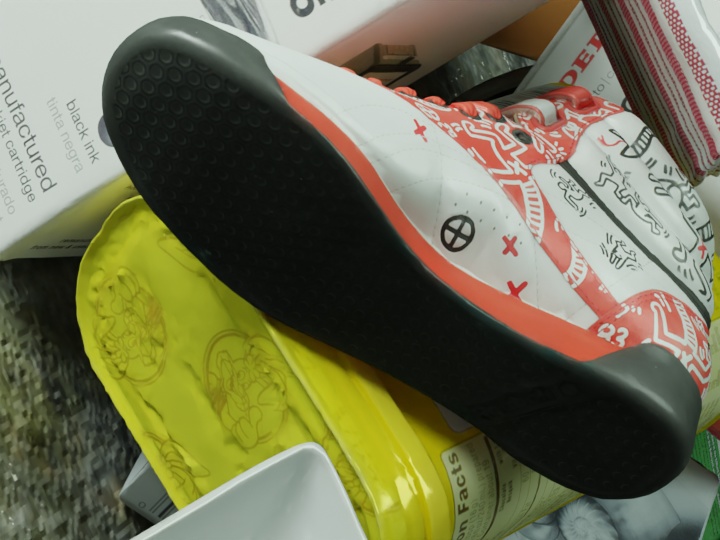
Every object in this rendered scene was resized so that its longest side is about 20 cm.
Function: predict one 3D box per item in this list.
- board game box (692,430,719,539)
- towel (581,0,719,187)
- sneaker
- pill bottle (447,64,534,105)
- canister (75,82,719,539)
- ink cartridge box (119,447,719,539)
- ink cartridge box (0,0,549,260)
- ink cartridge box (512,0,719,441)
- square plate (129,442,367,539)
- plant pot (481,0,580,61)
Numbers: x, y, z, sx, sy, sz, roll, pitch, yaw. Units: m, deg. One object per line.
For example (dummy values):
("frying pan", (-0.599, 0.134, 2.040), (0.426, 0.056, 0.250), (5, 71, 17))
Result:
("board game box", (0.152, 0.132, 0.897), (0.105, 0.023, 0.200), (-47, 137, -34))
("towel", (0.090, -0.099, 0.640), (0.200, 0.030, 0.147), (13, 52, -85))
("sneaker", (0.022, -0.026, 0.591), (0.201, 0.067, 0.108), (35, 42, -12))
("pill bottle", (0.106, 0.009, 0.964), (0.112, 0.112, 0.201), (20, 50, -57))
("canister", (0.027, 0.021, 0.665), (0.200, 0.087, 0.149), (-20, 70, -42))
("ink cartridge box", (0.037, 0.060, 0.733), (0.199, 0.041, 0.200), (35, 45, -9))
("ink cartridge box", (-0.050, -0.112, 0.640), (0.084, 0.200, 0.146), (-4, 67, -64))
("ink cartridge box", (0.146, -0.025, 0.814), (0.085, 0.146, 0.200), (31, 7, -44))
("square plate", (-0.051, 0.173, 0.516), (0.200, 0.028, 0.199), (-25, 92, -34))
("plant pot", (0.100, -0.182, 0.967), (0.200, 0.200, 0.141), (-15, 125, -65))
